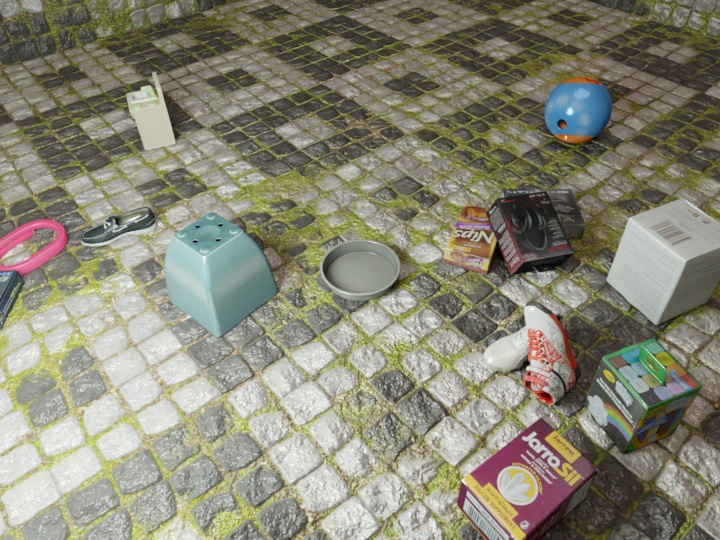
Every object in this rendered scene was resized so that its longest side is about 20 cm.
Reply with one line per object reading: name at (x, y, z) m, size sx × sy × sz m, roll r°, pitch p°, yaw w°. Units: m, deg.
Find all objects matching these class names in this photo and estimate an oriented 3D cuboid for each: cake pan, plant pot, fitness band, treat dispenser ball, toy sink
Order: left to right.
fitness band at (-0.874, -0.060, 1.507) m, size 0.143 × 0.038 × 0.200 m, roll 24°, pitch 50°, yaw 21°
toy sink at (-0.687, -0.517, 1.856) m, size 0.111 × 0.201 × 0.131 m, roll -16°, pitch 46°, yaw -16°
plant pot at (-0.333, -0.013, 1.321) m, size 0.195 × 0.201 × 0.196 m, roll 29°, pitch 51°, yaw 29°
cake pan at (0.000, 0.000, 1.414) m, size 0.198 × 0.037 × 0.201 m, roll -1°, pitch 44°, yaw 1°
treat dispenser ball at (0.684, -0.504, 1.802) m, size 0.199 × 0.202 × 0.202 m, roll -1°, pitch 44°, yaw 1°

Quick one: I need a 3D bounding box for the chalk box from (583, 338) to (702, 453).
chalk box at (0.520, 0.217, 1.054) m, size 0.123 × 0.201 × 0.125 m, roll -15°, pitch 45°, yaw -14°

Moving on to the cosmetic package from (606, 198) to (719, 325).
cosmetic package at (0.700, -0.021, 1.297) m, size 0.165 × 0.201 × 0.168 m, roll -19°, pitch 46°, yaw -17°

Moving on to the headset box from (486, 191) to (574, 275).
headset box at (0.421, -0.085, 1.417) m, size 0.148 × 0.077 × 0.201 m, roll -9°, pitch 66°, yaw -15°

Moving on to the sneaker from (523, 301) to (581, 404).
sneaker at (0.359, 0.169, 1.131) m, size 0.108 × 0.202 × 0.067 m, roll -39°, pitch 18°, yaw -24°

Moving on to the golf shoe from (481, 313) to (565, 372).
golf shoe at (0.346, 0.144, 1.212) m, size 0.199 × 0.098 × 0.078 m, roll -21°, pitch 48°, yaw -17°

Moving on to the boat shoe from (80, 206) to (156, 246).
boat shoe at (-0.657, -0.123, 1.545) m, size 0.199 × 0.061 × 0.076 m, roll -22°, pitch 47°, yaw -20°

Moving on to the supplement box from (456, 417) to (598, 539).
supplement box at (0.281, 0.371, 0.972) m, size 0.199 × 0.104 × 0.131 m, roll -28°, pitch 49°, yaw -26°

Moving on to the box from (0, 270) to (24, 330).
box at (-0.931, 0.073, 1.356) m, size 0.198 × 0.051 × 0.158 m, roll -3°, pitch 45°, yaw -2°

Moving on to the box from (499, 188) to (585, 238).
box at (0.490, -0.156, 1.555) m, size 0.198 × 0.049 × 0.159 m, roll -1°, pitch 45°, yaw 1°

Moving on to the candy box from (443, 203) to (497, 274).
candy box at (0.299, -0.086, 1.482) m, size 0.116 × 0.057 × 0.201 m, roll 16°, pitch 48°, yaw 16°
